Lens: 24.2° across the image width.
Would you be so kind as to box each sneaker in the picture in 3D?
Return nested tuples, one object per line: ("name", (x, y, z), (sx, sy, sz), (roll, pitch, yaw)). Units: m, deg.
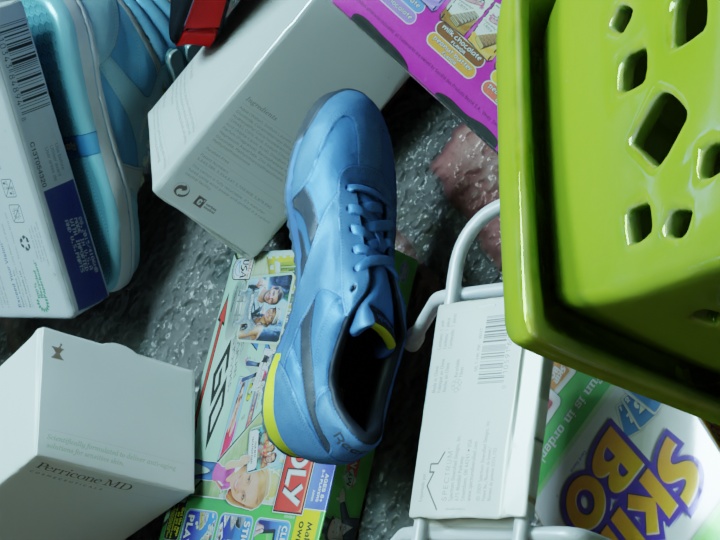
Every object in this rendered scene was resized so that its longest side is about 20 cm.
("sneaker", (0.000, 0.000, 0.862), (0.078, 0.066, 0.201), (-12, 67, 54))
("sneaker", (-0.148, -0.096, 1.109), (0.079, 0.130, 0.201), (7, 111, 42))

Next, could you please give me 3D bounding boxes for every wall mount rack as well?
("wall mount rack", (0.055, 0.073, 0.780), (0.173, 0.074, 0.201), (-8, 65, 44))

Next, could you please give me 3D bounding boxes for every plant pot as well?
("plant pot", (0.165, -0.046, 0.668), (0.181, 0.199, 0.200), (-29, 51, 44))

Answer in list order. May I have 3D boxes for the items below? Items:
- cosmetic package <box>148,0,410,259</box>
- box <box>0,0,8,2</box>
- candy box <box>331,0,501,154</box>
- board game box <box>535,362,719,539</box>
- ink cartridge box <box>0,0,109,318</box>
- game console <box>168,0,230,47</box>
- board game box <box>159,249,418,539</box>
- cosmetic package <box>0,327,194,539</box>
("cosmetic package", (-0.036, -0.121, 0.984), (0.200, 0.081, 0.113), (-46, 26, 19))
("box", (-0.291, -0.128, 1.239), (0.200, 0.130, 0.200), (-42, 44, 23))
("candy box", (0.100, -0.170, 0.848), (0.136, 0.061, 0.200), (43, 107, 8))
("board game box", (0.121, 0.089, 0.771), (0.096, 0.030, 0.201), (-46, 46, 21))
("ink cartridge box", (-0.266, -0.066, 1.093), (0.199, 0.043, 0.198), (0, 111, 41))
("game console", (-0.081, -0.250, 0.985), (0.177, 0.031, 0.201), (113, 161, -50))
("board game box", (-0.044, 0.086, 0.945), (0.134, 0.029, 0.201), (-3, 69, 47))
("cosmetic package", (-0.193, 0.121, 1.003), (0.200, 0.107, 0.085), (-37, 45, 43))
